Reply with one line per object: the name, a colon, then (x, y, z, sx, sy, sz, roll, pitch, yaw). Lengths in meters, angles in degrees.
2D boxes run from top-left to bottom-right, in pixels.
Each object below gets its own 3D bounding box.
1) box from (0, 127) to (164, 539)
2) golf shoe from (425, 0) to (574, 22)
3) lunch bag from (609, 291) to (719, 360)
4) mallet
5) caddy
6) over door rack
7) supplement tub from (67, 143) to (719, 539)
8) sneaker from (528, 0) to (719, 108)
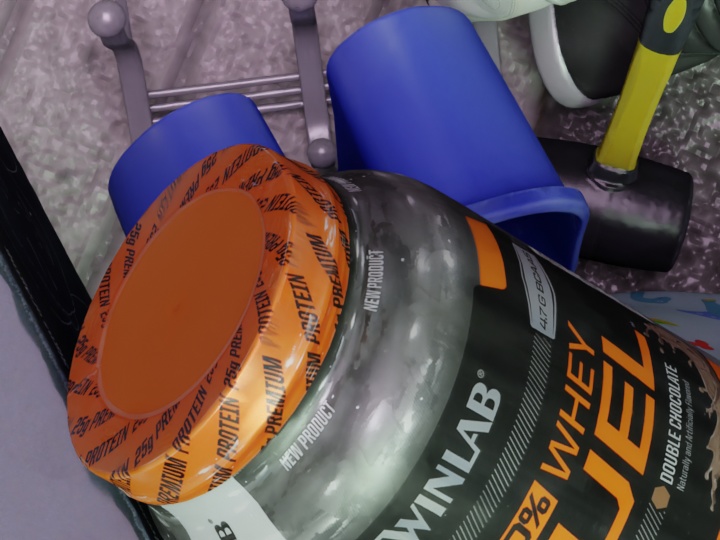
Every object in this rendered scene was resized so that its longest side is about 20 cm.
box: (-0.139, 0.042, 0.829, 0.124, 0.197, 0.200, -28, 85, -2)
golf shoe: (0.009, -0.169, 0.881, 0.078, 0.097, 0.200, -30, 93, -42)
lunch bag: (0.150, 0.061, 0.916, 0.199, 0.161, 0.083, 4, 99, -2)
mallet: (0.110, -0.070, 0.927, 0.066, 0.200, 0.041, 18, 49, -7)
caddy: (0.000, 0.000, 0.883, 0.141, 0.200, 0.105, -24, 77, -4)
over door rack: (-0.026, -0.129, 0.954, 0.147, 0.067, 0.200, -8, 107, -1)
supplement tub: (0.027, 0.052, 0.747, 0.200, 0.122, 0.123, 29, 85, -30)
sneaker: (0.107, -0.163, 0.965, 0.099, 0.071, 0.201, -6, 91, 31)
